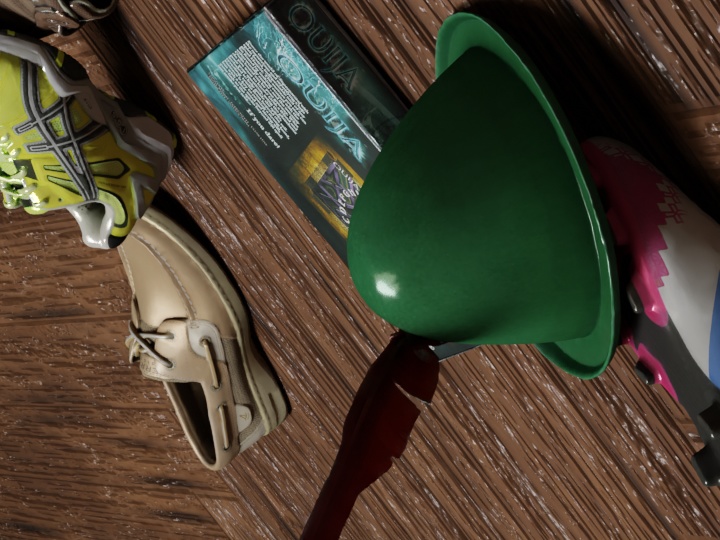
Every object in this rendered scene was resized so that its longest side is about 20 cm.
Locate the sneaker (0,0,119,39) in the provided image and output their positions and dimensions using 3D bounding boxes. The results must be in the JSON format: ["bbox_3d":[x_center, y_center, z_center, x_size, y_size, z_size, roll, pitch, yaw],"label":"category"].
[{"bbox_3d":[-0.167,-0.149,1.401,0.076,0.070,0.200,43,159,5],"label":"sneaker"}]

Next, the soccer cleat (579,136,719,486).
[{"bbox_3d":[0.155,0.021,1.095,0.070,0.086,0.201,93,154,-57],"label":"soccer cleat"}]

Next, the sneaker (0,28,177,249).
[{"bbox_3d":[-0.179,-0.075,1.446,0.075,0.077,0.200,3,161,44],"label":"sneaker"}]

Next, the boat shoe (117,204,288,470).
[{"bbox_3d":[-0.108,0.042,1.630,0.071,0.064,0.201,23,148,47],"label":"boat shoe"}]

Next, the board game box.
[{"bbox_3d":[0.004,-0.045,1.311,0.200,0.028,0.135,51,159,-6],"label":"board game box"}]

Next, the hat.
[{"bbox_3d":[0.000,0.000,1.113,0.200,0.175,0.167,-139,31,-64],"label":"hat"}]
